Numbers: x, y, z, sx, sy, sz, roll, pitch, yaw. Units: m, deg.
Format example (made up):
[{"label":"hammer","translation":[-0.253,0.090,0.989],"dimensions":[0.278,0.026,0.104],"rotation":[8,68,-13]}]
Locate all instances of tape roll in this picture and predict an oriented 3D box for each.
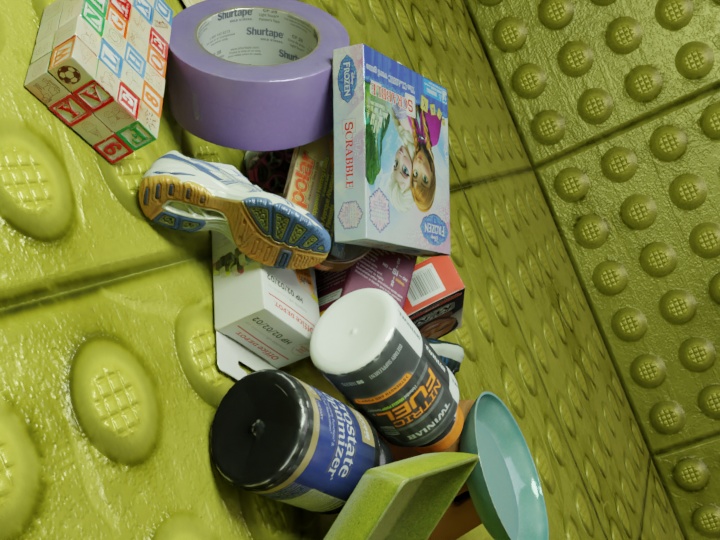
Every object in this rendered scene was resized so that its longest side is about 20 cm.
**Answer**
[{"label":"tape roll","translation":[-0.113,-0.221,1.024],"dimensions":[0.201,0.197,0.086],"rotation":[-86,-179,-49]}]

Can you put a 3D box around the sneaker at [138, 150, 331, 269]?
[{"label":"sneaker","translation":[-0.119,-0.070,0.941],"dimensions":[0.198,0.076,0.089],"rotation":[22,33,-13]}]

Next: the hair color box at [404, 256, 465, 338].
[{"label":"hair color box","translation":[0.087,0.049,1.282],"dimensions":[0.062,0.101,0.200],"rotation":[63,-3,18]}]

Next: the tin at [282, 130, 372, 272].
[{"label":"tin","translation":[-0.030,-0.093,1.040],"dimensions":[0.111,0.042,0.202],"rotation":[23,59,-20]}]

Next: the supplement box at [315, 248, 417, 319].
[{"label":"supplement box","translation":[0.000,0.000,1.109],"dimensions":[0.085,0.110,0.202],"rotation":[33,56,-24]}]

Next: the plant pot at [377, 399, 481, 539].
[{"label":"plant pot","translation":[0.098,0.248,1.162],"dimensions":[0.200,0.139,0.201],"rotation":[49,28,-37]}]

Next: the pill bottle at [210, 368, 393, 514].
[{"label":"pill bottle","translation":[-0.049,0.177,0.919],"dimensions":[0.200,0.111,0.113],"rotation":[37,37,-53]}]

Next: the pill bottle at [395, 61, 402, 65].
[{"label":"pill bottle","translation":[-0.019,-0.188,1.225],"dimensions":[0.114,0.198,0.115],"rotation":[50,26,-37]}]

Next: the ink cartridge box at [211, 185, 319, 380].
[{"label":"ink cartridge box","translation":[-0.100,0.026,1.003],"dimensions":[0.115,0.067,0.202],"rotation":[40,34,-49]}]

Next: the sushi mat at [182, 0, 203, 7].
[{"label":"sushi mat","translation":[-0.213,-0.359,1.186],"dimensions":[0.201,0.012,0.096],"rotation":[59,21,-22]}]

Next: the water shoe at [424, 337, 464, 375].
[{"label":"water shoe","translation":[0.072,0.125,1.162],"dimensions":[0.199,0.071,0.080],"rotation":[11,88,-54]}]

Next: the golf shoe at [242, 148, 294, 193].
[{"label":"golf shoe","translation":[-0.046,-0.148,1.145],"dimensions":[0.092,0.198,0.073],"rotation":[-122,-152,-61]}]

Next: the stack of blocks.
[{"label":"stack of blocks","translation":[-0.248,-0.220,0.905],"dimensions":[0.115,0.058,0.202],"rotation":[46,30,-43]}]

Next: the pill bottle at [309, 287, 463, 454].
[{"label":"pill bottle","translation":[0.039,0.117,0.991],"dimensions":[0.200,0.105,0.107],"rotation":[51,27,-39]}]

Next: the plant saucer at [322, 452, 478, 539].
[{"label":"plant saucer","translation":[0.019,0.263,0.939],"dimensions":[0.048,0.201,0.199],"rotation":[36,13,25]}]

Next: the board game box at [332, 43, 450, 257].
[{"label":"board game box","translation":[0.039,-0.122,1.022],"dimensions":[0.199,0.041,0.202],"rotation":[6,82,-59]}]

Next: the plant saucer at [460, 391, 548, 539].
[{"label":"plant saucer","translation":[0.163,0.243,1.084],"dimensions":[0.200,0.036,0.201],"rotation":[49,29,-39]}]
